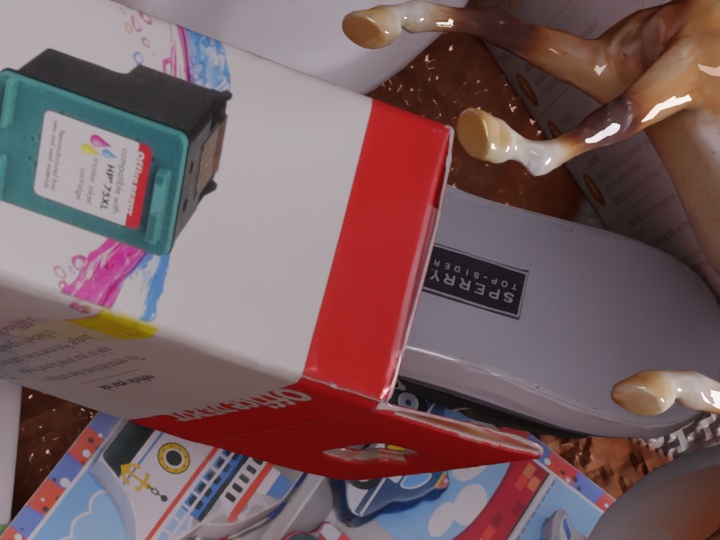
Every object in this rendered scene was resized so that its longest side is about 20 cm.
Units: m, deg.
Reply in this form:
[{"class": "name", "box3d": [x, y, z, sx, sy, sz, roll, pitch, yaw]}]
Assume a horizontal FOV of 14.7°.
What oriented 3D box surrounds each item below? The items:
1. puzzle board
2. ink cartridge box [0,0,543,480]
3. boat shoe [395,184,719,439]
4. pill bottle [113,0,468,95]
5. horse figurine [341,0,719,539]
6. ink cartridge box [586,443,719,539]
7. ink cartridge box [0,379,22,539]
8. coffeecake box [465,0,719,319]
[{"class": "puzzle board", "box3d": [-0.019, 0.096, 0.720, 0.151, 0.017, 0.200, 38, 53, -2]}, {"class": "ink cartridge box", "box3d": [-0.061, -0.012, 0.625, 0.199, 0.116, 0.068, 19, 76, -21]}, {"class": "boat shoe", "box3d": [0.000, 0.000, 0.740, 0.199, 0.057, 0.069, 23, 72, -10]}, {"class": "pill bottle", "box3d": [-0.057, -0.137, 0.709, 0.113, 0.113, 0.200, -31, 57, -11]}, {"class": "horse figurine", "box3d": [0.085, -0.008, 0.603, 0.132, 0.050, 0.201, -15, 71, -36]}, {"class": "ink cartridge box", "box3d": [0.128, 0.041, 0.694, 0.050, 0.162, 0.200, 37, 64, -17]}, {"class": "ink cartridge box", "box3d": [-0.147, -0.002, 0.706, 0.117, 0.067, 0.201, 14, 77, -46]}, {"class": "coffeecake box", "box3d": [0.081, -0.086, 0.733, 0.073, 0.154, 0.200, -33, 88, -12]}]
